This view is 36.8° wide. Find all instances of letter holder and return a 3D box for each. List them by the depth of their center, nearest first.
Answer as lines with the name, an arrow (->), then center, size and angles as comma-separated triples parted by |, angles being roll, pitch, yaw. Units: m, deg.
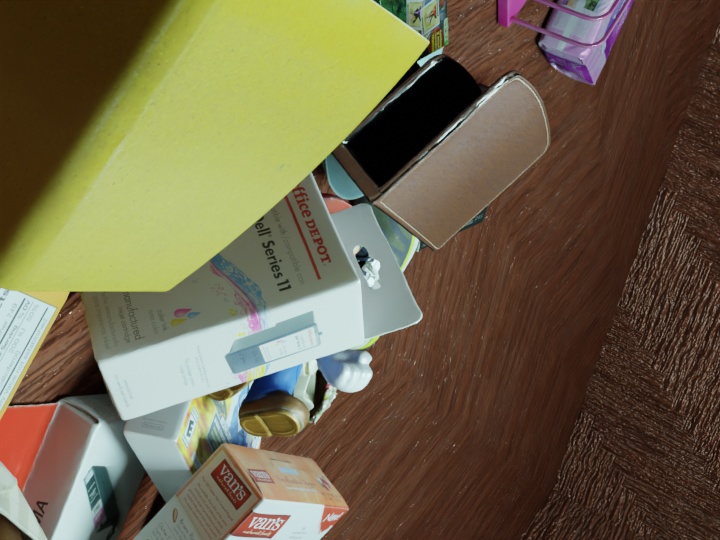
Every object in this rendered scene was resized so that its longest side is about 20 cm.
letter holder -> 0.059, -0.113, 0.833 | 0.142, 0.101, 0.200 | -40, 163, 8

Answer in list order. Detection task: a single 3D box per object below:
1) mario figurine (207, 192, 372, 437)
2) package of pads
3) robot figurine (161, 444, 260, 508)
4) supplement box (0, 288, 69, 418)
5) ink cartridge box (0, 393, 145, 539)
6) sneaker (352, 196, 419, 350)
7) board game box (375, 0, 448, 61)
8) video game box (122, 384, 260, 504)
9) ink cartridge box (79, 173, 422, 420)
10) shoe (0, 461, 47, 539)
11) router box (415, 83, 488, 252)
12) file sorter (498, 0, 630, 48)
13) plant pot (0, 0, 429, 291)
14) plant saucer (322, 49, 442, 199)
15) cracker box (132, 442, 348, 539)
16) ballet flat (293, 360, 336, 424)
mario figurine -> -0.039, 0.013, 0.774 | 0.124, 0.105, 0.201 | 84, 18, -44
package of pads -> 0.306, -0.351, 1.394 | 0.201, 0.075, 0.120 | -65, 159, 2
robot figurine -> -0.119, 0.252, 0.982 | 0.201, 0.143, 0.117 | -60, -179, -11
supplement box -> -0.234, 0.076, 0.563 | 0.201, 0.066, 0.069 | -63, 157, -8
ink cartridge box -> -0.227, 0.184, 0.742 | 0.201, 0.043, 0.173 | -67, 161, 5
sneaker -> 0.000, 0.000, 1.053 | 0.081, 0.073, 0.202 | -26, 135, -55
board game box -> 0.032, -0.258, 0.828 | 0.105, 0.023, 0.202 | -36, 131, -44
video game box -> -0.111, 0.089, 0.842 | 0.201, 0.046, 0.183 | 82, 18, -57
ink cartridge box -> -0.071, 0.002, 0.673 | 0.198, 0.118, 0.068 | -17, 142, -11
shoe -> -0.225, 0.193, 0.678 | 0.070, 0.053, 0.201 | -30, 131, -27
router box -> 0.096, -0.116, 1.164 | 0.200, 0.062, 0.151 | -24, 136, -61
file sorter -> 0.229, -0.353, 1.130 | 0.139, 0.125, 0.200 | -56, 158, -22
plant pot -> -0.120, -0.099, 0.485 | 0.177, 0.200, 0.200 | -56, 162, 11
plant saucer -> 0.010, -0.162, 0.934 | 0.201, 0.038, 0.202 | -51, 157, -32
cracker box -> -0.117, 0.221, 0.802 | 0.200, 0.058, 0.134 | -48, 151, 8
ballet flat -> -0.049, 0.082, 1.011 | 0.201, 0.075, 0.064 | 83, 19, -54
